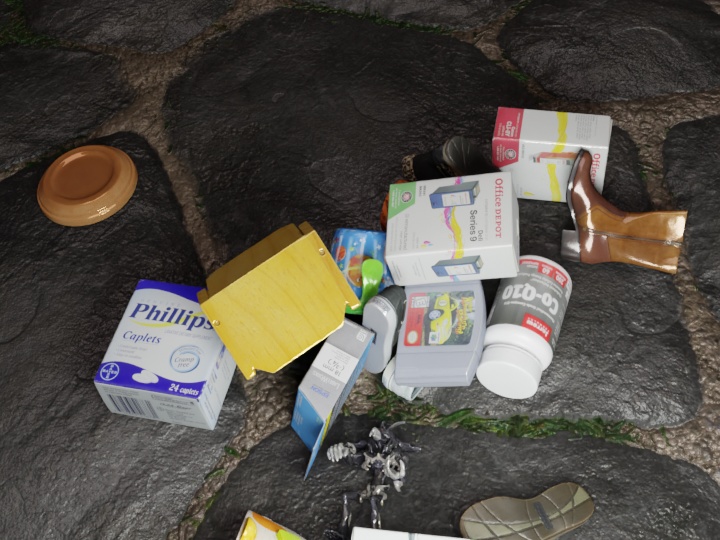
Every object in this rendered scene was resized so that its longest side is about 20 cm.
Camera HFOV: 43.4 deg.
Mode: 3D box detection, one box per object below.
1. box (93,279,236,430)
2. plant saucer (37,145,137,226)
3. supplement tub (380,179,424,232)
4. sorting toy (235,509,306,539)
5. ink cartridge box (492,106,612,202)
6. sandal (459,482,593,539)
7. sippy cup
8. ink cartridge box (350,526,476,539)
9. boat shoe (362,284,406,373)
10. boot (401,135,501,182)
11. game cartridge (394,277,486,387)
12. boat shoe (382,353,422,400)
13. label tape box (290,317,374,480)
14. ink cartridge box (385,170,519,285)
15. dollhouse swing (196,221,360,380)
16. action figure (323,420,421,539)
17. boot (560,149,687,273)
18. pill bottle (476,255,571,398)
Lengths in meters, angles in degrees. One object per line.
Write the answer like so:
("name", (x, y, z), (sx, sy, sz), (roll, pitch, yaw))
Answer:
("box", (-0.297, 0.131, 1.448), (0.181, 0.106, 0.202), (7, 54, 12))
("plant saucer", (-0.533, -0.174, 1.752), (0.196, 0.038, 0.203), (-3, 53, 4))
("supplement tub", (0.141, -0.077, 1.535), (0.198, 0.123, 0.123), (22, 58, 22))
("sorting toy", (-0.101, 0.436, 1.215), (0.178, 0.107, 0.202), (22, 56, -1))
("ink cartridge box", (0.333, -0.199, 1.587), (0.196, 0.146, 0.084), (6, 52, 13))
("sandal", (0.229, 0.348, 1.253), (0.197, 0.055, 0.082), (-14, 57, -21))
("sippy cup", (0.000, 0.000, 1.453), (0.176, 0.138, 0.133), (8, 92, 44))
("ink cartridge box", (0.080, 0.401, 1.156), (0.196, 0.148, 0.084), (5, 53, 3))
("boat shoe", (0.033, 0.092, 1.375), (0.068, 0.201, 0.057), (39, 61, 14))
("boot", (0.174, -0.148, 1.595), (0.150, 0.200, 0.074), (-5, 51, 53))
("game cartridge", (0.126, 0.081, 1.383), (0.131, 0.041, 0.203), (-2, 56, 16))
("boat shoe", (0.121, 0.124, 1.425), (0.071, 0.070, 0.201), (35, 71, 27))
("label tape box", (-0.057, 0.189, 1.342), (0.063, 0.145, 0.201), (26, 59, 6))
("ink cartridge box", (0.144, -0.064, 1.401), (0.196, 0.088, 0.147), (-3, 56, 14))
("dollhouse swing", (-0.129, 0.040, 1.385), (0.199, 0.176, 0.183), (-33, 90, -5))
("action figure", (0.016, 0.289, 1.291), (0.117, 0.103, 0.202), (1, 54, 22))
("boot", (0.437, -0.098, 1.492), (0.196, 0.068, 0.192), (5, 94, 13))
("pill bottle", (0.252, 0.087, 1.402), (0.112, 0.115, 0.202), (13, 56, 17))
